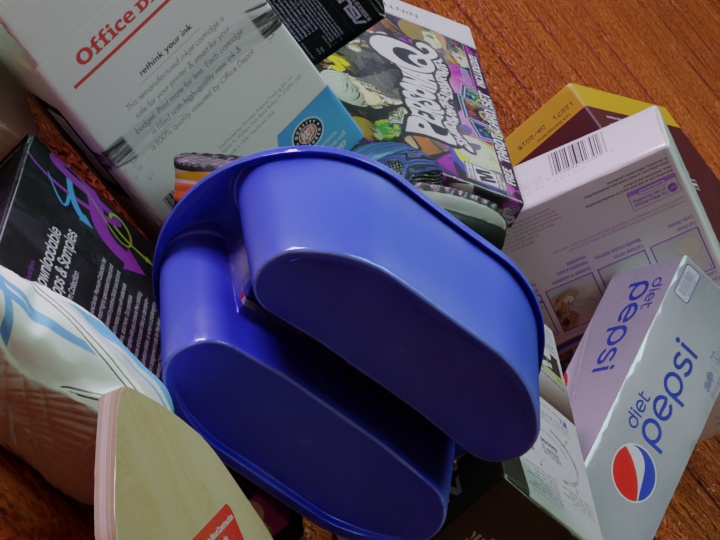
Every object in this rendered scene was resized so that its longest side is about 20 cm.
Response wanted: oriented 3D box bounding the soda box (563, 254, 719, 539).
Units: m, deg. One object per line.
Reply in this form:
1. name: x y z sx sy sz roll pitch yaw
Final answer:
1. soda box: 0.146 0.091 1.561 0.063 0.068 0.201 41 59 -21

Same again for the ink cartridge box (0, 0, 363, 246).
1. ink cartridge box: -0.103 -0.106 1.382 0.200 0.116 0.068 53 -13 -33

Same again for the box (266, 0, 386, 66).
1. box: -0.109 -0.179 1.464 0.200 0.163 0.086 50 13 -26

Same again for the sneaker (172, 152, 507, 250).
1. sneaker: -0.014 -0.005 1.377 0.199 0.091 0.070 8 1 -39

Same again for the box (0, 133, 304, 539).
1. box: -0.105 0.037 1.315 0.200 0.036 0.143 45 19 -18

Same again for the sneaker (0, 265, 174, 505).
1. sneaker: -0.154 0.028 1.164 0.200 0.072 0.073 43 20 -35

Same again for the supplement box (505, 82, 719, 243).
1. supplement box: 0.184 -0.001 1.874 0.201 0.133 0.197 56 20 17

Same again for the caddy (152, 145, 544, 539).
1. caddy: -0.004 0.030 1.272 0.200 0.141 0.105 36 25 -23

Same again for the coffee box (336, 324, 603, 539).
1. coffee box: 0.048 0.100 1.418 0.080 0.113 0.200 39 21 -26

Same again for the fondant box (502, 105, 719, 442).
1. fondant box: 0.153 0.020 1.666 0.058 0.143 0.201 -96 161 -62

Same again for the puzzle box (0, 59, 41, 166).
1. puzzle box: -0.234 -0.145 1.382 0.133 0.025 0.201 31 27 -43

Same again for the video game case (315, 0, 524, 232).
1. video game case: -0.003 -0.110 1.623 0.180 0.036 0.201 19 31 -20

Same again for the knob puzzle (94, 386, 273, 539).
1. knob puzzle: -0.072 0.145 1.140 0.220 0.030 0.221 -20 90 -74

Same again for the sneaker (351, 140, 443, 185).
1. sneaker: 0.000 0.000 1.469 0.078 0.076 0.200 19 40 18
